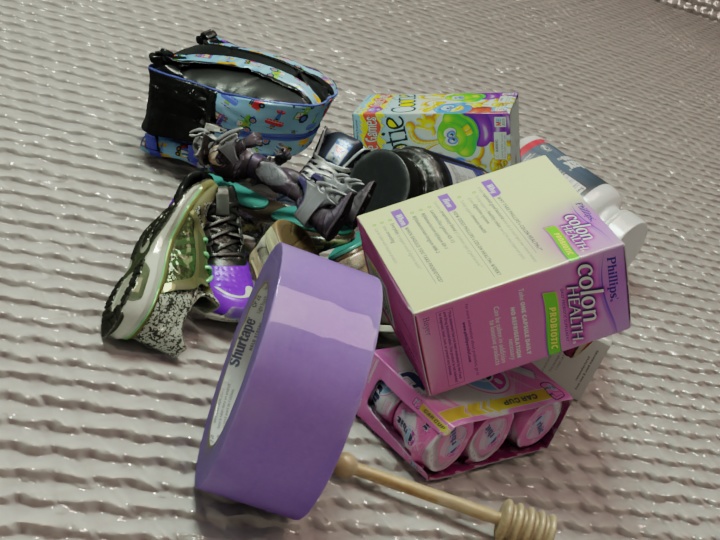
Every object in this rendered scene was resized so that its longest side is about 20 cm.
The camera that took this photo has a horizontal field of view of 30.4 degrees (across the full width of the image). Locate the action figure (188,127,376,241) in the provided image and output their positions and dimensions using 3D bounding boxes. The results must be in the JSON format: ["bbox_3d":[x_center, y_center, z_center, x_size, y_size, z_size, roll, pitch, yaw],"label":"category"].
[{"bbox_3d":[-0.090,-0.100,1.343,0.199,0.070,0.130,26,9,16],"label":"action figure"}]

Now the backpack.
[{"bbox_3d":[-0.133,-0.186,1.533,0.199,0.135,0.183,15,21,11],"label":"backpack"}]

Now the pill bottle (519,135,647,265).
[{"bbox_3d":[0.275,-0.079,1.753,0.200,0.120,0.119,39,29,28],"label":"pill bottle"}]

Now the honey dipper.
[{"bbox_3d":[0.070,0.194,1.135,0.199,0.038,0.038,21,25,-3],"label":"honey dipper"}]

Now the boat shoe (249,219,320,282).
[{"bbox_3d":[-0.062,0.045,1.277,0.072,0.065,0.201,18,40,-43],"label":"boat shoe"}]

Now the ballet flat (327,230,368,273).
[{"bbox_3d":[0.000,0.000,1.403,0.068,0.068,0.200,61,10,-5],"label":"ballet flat"}]

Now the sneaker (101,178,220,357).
[{"bbox_3d":[-0.166,0.002,1.226,0.088,0.077,0.201,38,51,-19],"label":"sneaker"}]

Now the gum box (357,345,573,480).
[{"bbox_3d":[0.093,0.124,1.250,0.199,0.066,0.113,-5,37,-47],"label":"gum box"}]

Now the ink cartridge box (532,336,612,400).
[{"bbox_3d":[0.169,0.041,1.464,0.199,0.083,0.147,24,26,-2],"label":"ink cartridge box"}]

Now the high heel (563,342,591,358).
[{"bbox_3d":[0.202,0.027,1.329,0.096,0.067,0.200,44,12,2],"label":"high heel"}]

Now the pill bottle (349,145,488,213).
[{"bbox_3d":[0.074,-0.085,1.550,0.112,0.112,0.200,40,17,31],"label":"pill bottle"}]

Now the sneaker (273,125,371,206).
[{"bbox_3d":[-0.050,-0.098,1.508,0.070,0.109,0.200,30,25,12],"label":"sneaker"}]

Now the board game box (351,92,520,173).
[{"bbox_3d":[0.099,-0.165,1.691,0.199,0.104,0.105,0,21,13],"label":"board game box"}]

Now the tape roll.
[{"bbox_3d":[-0.058,0.086,1.034,0.085,0.201,0.200,19,25,-10],"label":"tape roll"}]

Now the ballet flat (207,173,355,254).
[{"bbox_3d":[-0.095,-0.044,1.397,0.199,0.072,0.072,20,22,23],"label":"ballet flat"}]

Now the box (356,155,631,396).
[{"bbox_3d":[0.120,0.000,1.223,0.199,0.097,0.176,-19,35,-8],"label":"box"}]

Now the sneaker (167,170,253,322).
[{"bbox_3d":[-0.147,-0.032,1.302,0.069,0.100,0.200,6,30,-30],"label":"sneaker"}]

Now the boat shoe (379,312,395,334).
[{"bbox_3d":[0.095,0.034,1.336,0.199,0.060,0.072,-3,1,24],"label":"boat shoe"}]
